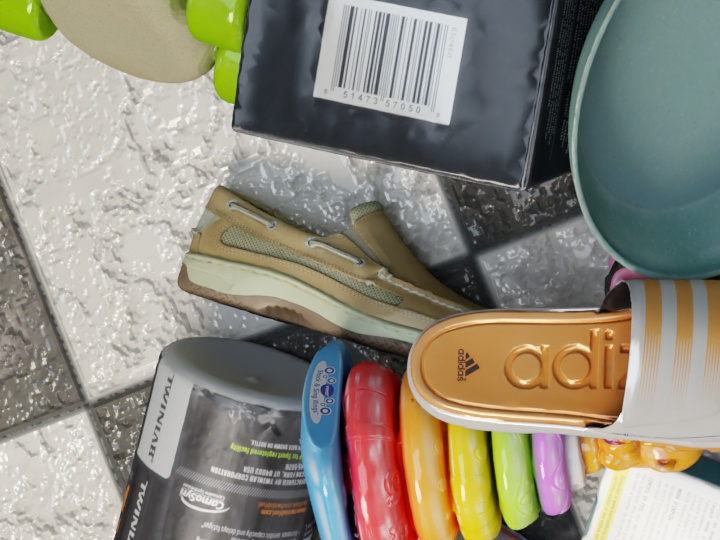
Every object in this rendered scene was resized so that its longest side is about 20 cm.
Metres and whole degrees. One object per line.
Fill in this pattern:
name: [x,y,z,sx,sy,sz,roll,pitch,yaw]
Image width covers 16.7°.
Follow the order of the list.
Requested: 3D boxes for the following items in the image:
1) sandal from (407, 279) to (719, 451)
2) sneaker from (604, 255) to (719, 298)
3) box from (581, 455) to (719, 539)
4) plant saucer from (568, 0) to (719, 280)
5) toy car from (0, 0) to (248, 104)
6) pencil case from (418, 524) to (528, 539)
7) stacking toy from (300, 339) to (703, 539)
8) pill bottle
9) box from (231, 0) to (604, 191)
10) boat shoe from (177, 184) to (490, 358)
sandal: [0.120,0.044,1.160,0.205,0.059,0.080,-4,73,10]
sneaker: [0.196,0.055,1.227,0.200,0.095,0.079,41,107,8]
box: [0.214,0.157,1.260,0.199,0.049,0.083,21,104,15]
plant saucer: [0.168,-0.093,1.161,0.036,0.199,0.201,34,111,46]
toy car: [-0.095,-0.211,1.289,0.163,0.158,0.201,18,75,12]
pencil case: [0.029,0.226,1.317,0.090,0.083,0.201,29,106,19]
stacking toy: [0.074,0.093,1.232,0.199,0.116,0.110,-6,127,9]
pill bottle: [-0.081,0.146,1.331,0.106,0.106,0.201,19,104,15]
box: [0.046,-0.113,1.196,0.148,0.200,0.108,12,101,16]
boat shoe: [0.000,0.000,1.305,0.199,0.072,0.077,16,88,15]
